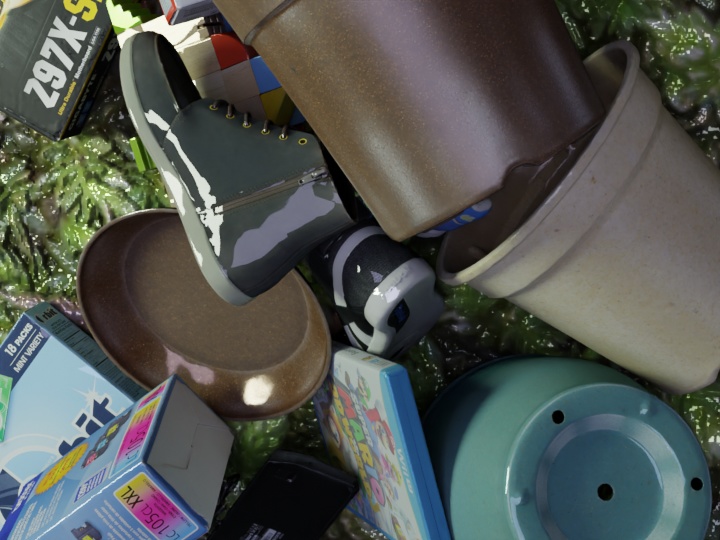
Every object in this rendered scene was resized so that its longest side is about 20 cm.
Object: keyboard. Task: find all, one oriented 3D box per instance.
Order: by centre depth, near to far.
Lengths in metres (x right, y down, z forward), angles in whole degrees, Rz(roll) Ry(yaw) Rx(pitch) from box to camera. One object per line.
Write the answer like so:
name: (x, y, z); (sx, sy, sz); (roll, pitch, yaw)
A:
keyboard: (-0.086, 0.195, 1.006); (0.103, 0.040, 0.200); (24, 128, -17)

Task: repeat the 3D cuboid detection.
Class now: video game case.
video game case: (0.007, 0.125, 0.927); (0.018, 0.200, 0.144); (-17, 99, -18)

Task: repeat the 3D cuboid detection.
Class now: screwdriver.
screwdriver: (-0.092, 0.009, 1.000); (0.029, 0.028, 0.201); (25, 107, -28)

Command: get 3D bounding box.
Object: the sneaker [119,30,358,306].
sneaker: (-0.077, -0.087, 0.833); (0.106, 0.075, 0.201); (-30, 75, 14)

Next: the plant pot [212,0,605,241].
plant pot: (0.033, -0.138, 0.756); (0.199, 0.200, 0.199); (-30, 94, 15)

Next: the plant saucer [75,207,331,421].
plant saucer: (-0.112, 0.027, 0.944); (0.199, 0.037, 0.202); (10, 131, 12)

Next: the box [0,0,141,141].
box: (-0.249, -0.223, 0.970); (0.159, 0.049, 0.201); (30, 105, 1)

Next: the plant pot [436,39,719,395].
plant pot: (0.184, -0.021, 0.873); (0.183, 0.201, 0.201); (37, 106, -10)

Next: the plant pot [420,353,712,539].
plant pot: (0.140, 0.148, 0.868); (0.198, 0.188, 0.202); (1, 81, -6)

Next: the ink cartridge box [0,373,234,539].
ink cartridge box: (-0.197, 0.184, 0.947); (0.200, 0.137, 0.076); (-38, 106, 16)

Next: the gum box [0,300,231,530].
gum box: (-0.234, 0.154, 1.046); (0.200, 0.045, 0.170); (39, 106, 1)

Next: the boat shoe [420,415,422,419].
boat shoe: (0.083, 0.183, 0.983); (0.199, 0.068, 0.072); (36, 106, 2)

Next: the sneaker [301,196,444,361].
sneaker: (0.000, 0.000, 0.916); (0.073, 0.200, 0.112); (-40, 76, -12)

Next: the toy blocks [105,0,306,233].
toy blocks: (-0.086, -0.119, 0.917); (0.136, 0.100, 0.202); (-15, 95, 28)

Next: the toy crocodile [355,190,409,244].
toy crocodile: (0.001, -0.112, 0.938); (0.061, 0.067, 0.202); (-13, 97, 16)

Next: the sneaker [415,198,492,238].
sneaker: (0.079, -0.120, 0.890); (0.075, 0.077, 0.202); (14, 82, -33)

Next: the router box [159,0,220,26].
router box: (-0.063, -0.283, 0.870); (0.199, 0.049, 0.181); (-19, 92, -15)
